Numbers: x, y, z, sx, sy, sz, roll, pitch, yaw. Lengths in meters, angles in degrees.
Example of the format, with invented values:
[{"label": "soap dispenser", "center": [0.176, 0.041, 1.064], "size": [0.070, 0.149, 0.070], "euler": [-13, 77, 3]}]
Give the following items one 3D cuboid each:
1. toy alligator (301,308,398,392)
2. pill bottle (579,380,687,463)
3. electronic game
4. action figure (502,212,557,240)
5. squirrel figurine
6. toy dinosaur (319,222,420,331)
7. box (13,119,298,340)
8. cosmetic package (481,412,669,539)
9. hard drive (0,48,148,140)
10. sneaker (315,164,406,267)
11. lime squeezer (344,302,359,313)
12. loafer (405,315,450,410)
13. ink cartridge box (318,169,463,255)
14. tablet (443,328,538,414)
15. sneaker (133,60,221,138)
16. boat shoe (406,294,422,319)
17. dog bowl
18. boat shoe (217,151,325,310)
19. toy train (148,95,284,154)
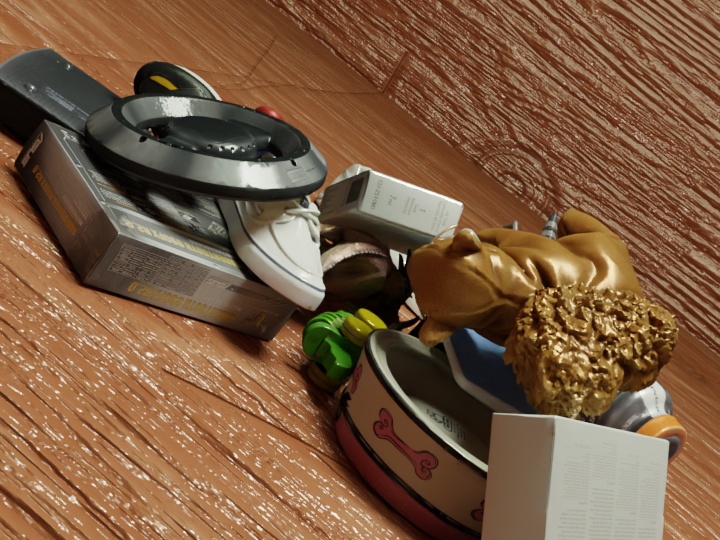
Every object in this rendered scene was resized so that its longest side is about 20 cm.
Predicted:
[{"label": "toy alligator", "center": [-0.013, 0.056, 0.972], "size": [0.054, 0.059, 0.200], "euler": [39, 14, 6]}, {"label": "pill bottle", "center": [0.297, 0.149, 1.346], "size": [0.106, 0.106, 0.200], "euler": [24, 18, -43]}, {"label": "electronic game", "center": [-0.124, -0.101, 0.930], "size": [0.199, 0.042, 0.200], "euler": [12, 22, -5]}, {"label": "action figure", "center": [0.230, -0.006, 1.662], "size": [0.200, 0.105, 0.194], "euler": [31, 42, -7]}, {"label": "squirrel figurine", "center": [0.135, 0.028, 0.876], "size": [0.186, 0.142, 0.200], "euler": [15, 17, -38]}, {"label": "toy dinosaur", "center": [0.000, 0.000, 1.041], "size": [0.135, 0.086, 0.200], "euler": [18, -9, 2]}, {"label": "box", "center": [-0.160, -0.029, 0.908], "size": [0.200, 0.048, 0.158], "euler": [22, 21, -49]}, {"label": "cosmetic package", "center": [0.151, 0.183, 0.782], "size": [0.052, 0.151, 0.200], "euler": [-3, -13, 35]}, {"label": "hard drive", "center": [-0.265, -0.144, 1.036], "size": [0.135, 0.042, 0.200], "euler": [35, 13, -12]}, {"label": "sneaker", "center": [0.016, -0.065, 1.410], "size": [0.070, 0.080, 0.200], "euler": [25, 19, -46]}, {"label": "lime squeezer", "center": [-0.054, -0.009, 1.165], "size": [0.200, 0.038, 0.071], "euler": [46, -15, 35]}, {"label": "loafer", "center": [0.066, 0.091, 1.060], "size": [0.071, 0.073, 0.200], "euler": [43, 22, 1]}, {"label": "ink cartridge box", "center": [0.059, -0.041, 1.084], "size": [0.173, 0.044, 0.200], "euler": [18, -5, -12]}, {"label": "tablet", "center": [0.111, 0.067, 0.992], "size": [0.130, 0.014, 0.200], "euler": [32, 22, -25]}, {"label": "sneaker", "center": [-0.154, -0.113, 1.082], "size": [0.200, 0.070, 0.090], "euler": [56, 17, -5]}, {"label": "boat shoe", "center": [0.138, 0.064, 1.307], "size": [0.200, 0.069, 0.072], "euler": [43, 15, 25]}, {"label": "dog bowl", "center": [0.066, 0.136, 0.878], "size": [0.200, 0.074, 0.200], "euler": [35, 14, -10]}, {"label": "boat shoe", "center": [-0.068, -0.041, 0.939], "size": [0.073, 0.065, 0.200], "euler": [29, 16, -37]}, {"label": "toy train", "center": [-0.154, -0.127, 1.222], "size": [0.200, 0.085, 0.116], "euler": [17, -16, 29]}]
